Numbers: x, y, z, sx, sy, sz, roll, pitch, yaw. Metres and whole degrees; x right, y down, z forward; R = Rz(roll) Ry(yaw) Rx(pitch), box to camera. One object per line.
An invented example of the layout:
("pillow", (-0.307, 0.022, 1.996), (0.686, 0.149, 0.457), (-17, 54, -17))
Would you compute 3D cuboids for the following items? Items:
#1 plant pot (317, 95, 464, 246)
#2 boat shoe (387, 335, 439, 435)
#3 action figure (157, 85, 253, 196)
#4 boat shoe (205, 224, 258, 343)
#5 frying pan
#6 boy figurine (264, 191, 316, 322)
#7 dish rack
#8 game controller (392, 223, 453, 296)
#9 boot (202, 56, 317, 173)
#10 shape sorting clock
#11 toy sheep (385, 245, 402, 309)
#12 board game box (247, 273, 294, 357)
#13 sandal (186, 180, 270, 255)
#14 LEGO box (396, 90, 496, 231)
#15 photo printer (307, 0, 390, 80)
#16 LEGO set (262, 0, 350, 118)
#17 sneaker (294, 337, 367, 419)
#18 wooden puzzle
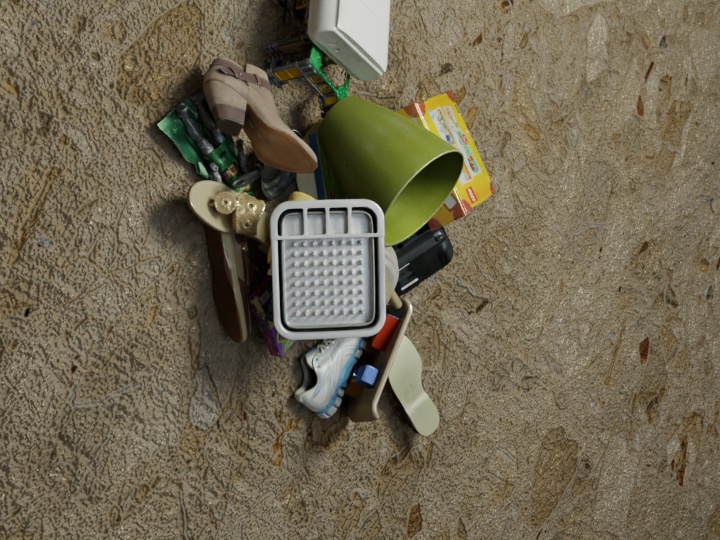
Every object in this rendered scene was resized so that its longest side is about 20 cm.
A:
("plant pot", (0.029, -0.176, 1.525), (0.186, 0.200, 0.188), (-39, 159, -18))
("boat shoe", (0.079, 0.202, 1.738), (0.073, 0.063, 0.204), (-30, 112, -22))
("action figure", (-0.216, -0.174, 1.497), (0.118, 0.054, 0.202), (-45, 120, -29))
("boat shoe", (-0.189, 0.009, 1.515), (0.071, 0.072, 0.204), (-13, 93, -36))
("frying pan", (-0.150, -0.149, 1.529), (0.190, 0.031, 0.116), (-48, 153, -36))
("boy figurine", (-0.096, -0.018, 1.495), (0.124, 0.064, 0.204), (10, 91, -55))
("dish rack", (-0.049, -0.002, 1.435), (0.168, 0.044, 0.204), (-2, 94, -8))
("game controller", (0.069, -0.004, 1.674), (0.198, 0.042, 0.105), (-33, 140, -1))
("boot", (-0.150, -0.244, 1.473), (0.198, 0.070, 0.148), (27, 40, -32))
("shape sorting clock", (-0.013, -0.167, 1.628), (0.196, 0.039, 0.204), (0, 92, -15))
("toy sheep", (0.000, 0.000, 1.555), (0.136, 0.200, 0.140), (-10, 119, -18))
("board game box", (-0.100, 0.030, 1.572), (0.200, 0.032, 0.121), (-49, 128, -40))
("sandal", (-0.162, -0.086, 1.470), (0.211, 0.069, 0.079), (33, 51, -43))
("LEGO box", (0.136, -0.190, 1.642), (0.149, 0.076, 0.203), (-31, 97, -56))
("photo printer", (-0.014, -0.427, 1.531), (0.166, 0.068, 0.204), (31, 58, -54))
("LEGO set", (-0.088, -0.351, 1.574), (0.153, 0.114, 0.204), (29, 60, -55))
("sneaker", (-0.052, 0.141, 1.627), (0.086, 0.075, 0.203), (28, 74, -29))
("wooden puzzle", (0.020, 0.150, 1.627), (0.046, 0.185, 0.203), (20, 76, -10))
